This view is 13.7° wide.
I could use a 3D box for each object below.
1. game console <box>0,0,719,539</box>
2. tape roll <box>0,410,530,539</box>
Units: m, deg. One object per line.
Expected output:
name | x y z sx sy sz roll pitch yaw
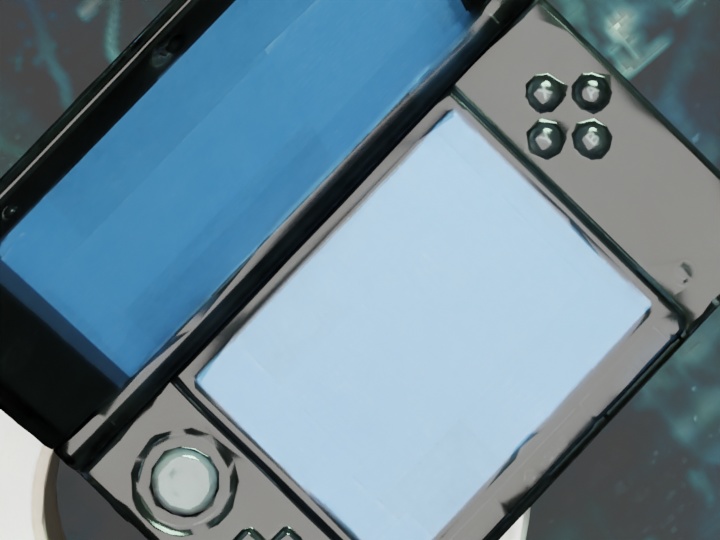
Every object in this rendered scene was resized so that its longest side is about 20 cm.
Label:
game console | 0.000 0.000 0.854 0.176 0.116 0.200 44 87 -2
tape roll | -0.048 0.071 0.946 0.201 0.071 0.203 0 91 -3
